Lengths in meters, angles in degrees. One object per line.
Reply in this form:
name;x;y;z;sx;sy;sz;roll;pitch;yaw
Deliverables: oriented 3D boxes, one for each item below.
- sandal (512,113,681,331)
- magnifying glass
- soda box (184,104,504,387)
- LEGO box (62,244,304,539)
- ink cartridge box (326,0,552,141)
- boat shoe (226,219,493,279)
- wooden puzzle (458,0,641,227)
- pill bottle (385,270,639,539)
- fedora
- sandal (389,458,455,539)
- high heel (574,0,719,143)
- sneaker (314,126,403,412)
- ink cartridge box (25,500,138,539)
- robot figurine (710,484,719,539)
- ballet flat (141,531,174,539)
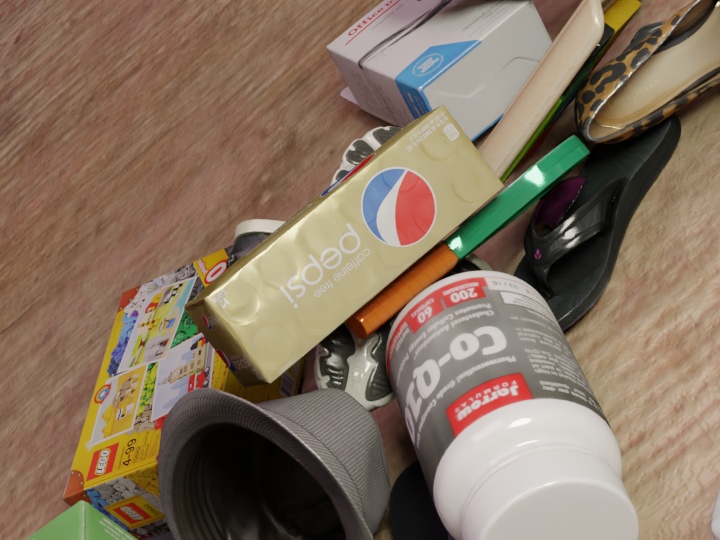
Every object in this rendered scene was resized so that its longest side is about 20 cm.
sandal;0.147;-0.042;1.240;0.075;0.048;0.201;2;55;49
magnifying glass;0.070;-0.023;1.181;0.200;0.022;0.080;-40;-3;-20
soda box;-0.011;-0.015;1.142;0.200;0.068;0.064;-40;7;-18
LEGO box;-0.124;0.090;1.375;0.149;0.077;0.200;-22;39;31
ink cartridge box;0.054;-0.174;1.455;0.116;0.068;0.200;-39;31;-12
boat shoe;-0.003;0.011;1.297;0.199;0.072;0.068;5;57;19
wooden puzzle;0.135;-0.128;1.261;0.185;0.037;0.200;-55;0;29
pill bottle;0.089;0.099;1.092;0.114;0.114;0.200;-38;33;12
fedora;-0.040;0.138;1.164;0.177;0.200;0.090;34;46;18
sandal;0.046;0.183;1.114;0.076;0.043;0.200;-38;33;13
high heel;0.233;-0.145;1.204;0.200;0.071;0.143;-24;19;44
sneaker;0.000;0.000;1.228;0.083;0.080;0.201;147;139;-73
ink cartridge box;-0.152;0.269;1.149;0.084;0.146;0.200;-35;34;19
robot figurine;0.256;0.107;0.896;0.169;0.113;0.200;-4;50;36
ballet flat;-0.196;0.246;1.288;0.200;0.073;0.073;-50;33;-6
